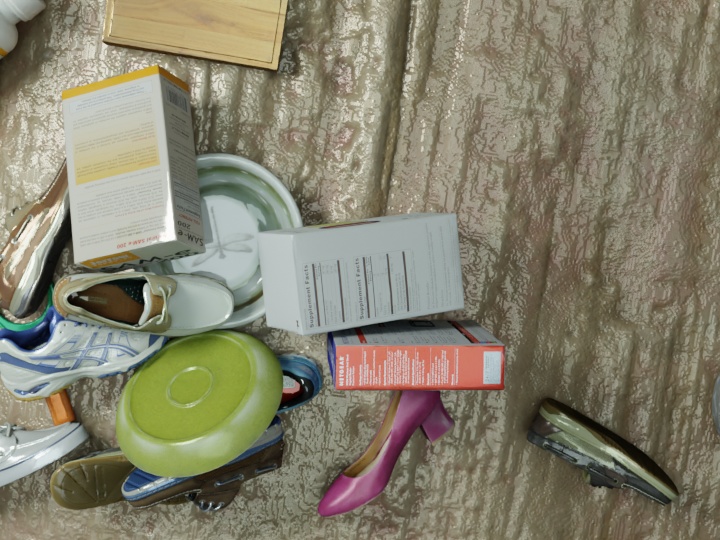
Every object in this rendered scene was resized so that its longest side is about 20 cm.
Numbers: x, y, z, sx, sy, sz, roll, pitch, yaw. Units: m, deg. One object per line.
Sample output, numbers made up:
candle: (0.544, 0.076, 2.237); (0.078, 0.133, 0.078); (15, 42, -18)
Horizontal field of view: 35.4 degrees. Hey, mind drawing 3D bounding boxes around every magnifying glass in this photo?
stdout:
magnifying glass: (-0.376, 0.084, 1.314); (0.079, 0.022, 0.200); (-18, 95, -3)

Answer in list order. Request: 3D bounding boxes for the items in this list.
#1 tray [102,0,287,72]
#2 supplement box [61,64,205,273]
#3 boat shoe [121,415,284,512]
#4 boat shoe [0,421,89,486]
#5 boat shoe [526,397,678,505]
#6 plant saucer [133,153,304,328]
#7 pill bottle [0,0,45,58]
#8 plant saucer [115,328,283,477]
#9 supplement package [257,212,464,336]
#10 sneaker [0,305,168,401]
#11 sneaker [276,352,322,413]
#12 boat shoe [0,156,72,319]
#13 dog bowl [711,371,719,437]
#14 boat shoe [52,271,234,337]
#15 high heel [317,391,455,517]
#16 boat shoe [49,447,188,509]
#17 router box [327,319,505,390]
tray: (-0.186, -0.292, 1.286); (0.199, 0.037, 0.099); (8, 94, -5)
supplement box: (-0.248, -0.108, 1.234); (0.126, 0.074, 0.201); (-11, 77, 17)
boat shoe: (-0.168, 0.231, 1.266); (0.200, 0.072, 0.073); (-20, 106, -28)
boat shoe: (-0.412, 0.208, 1.292); (0.200, 0.074, 0.065); (-23, 97, -1)
boat shoe: (0.289, 0.228, 1.360); (0.200, 0.073, 0.065); (34, 103, -3)
plant saucer: (-0.164, -0.035, 1.304); (0.200, 0.050, 0.201); (-1, 95, -5)
pill bottle: (-0.448, -0.262, 1.229); (0.200, 0.113, 0.113); (-37, 97, 0)
plant saucer: (-0.185, 0.136, 1.254); (0.200, 0.200, 0.031); (-24, 134, -2)
supplement package: (0.000, 0.000, 1.259); (0.200, 0.114, 0.110); (-8, 96, -25)
sneaker: (-0.309, 0.074, 1.266); (0.200, 0.075, 0.088); (-23, 124, -16)
sneaker: (-0.143, 0.134, 1.300); (0.199, 0.090, 0.079); (-9, 96, -3)
boat shoe: (-0.365, -0.048, 1.268); (0.072, 0.076, 0.200); (23, 79, 1)
dog bowl: (0.522, 0.165, 1.374); (0.200, 0.059, 0.201); (0, 94, -5)
boat shoe: (-0.232, 0.039, 1.232); (0.199, 0.068, 0.075); (1, 93, -18)
high heel: (0.015, 0.201, 1.325); (0.200, 0.067, 0.096); (-35, 108, -6)
boat shoe: (-0.259, 0.231, 1.306); (0.200, 0.065, 0.073); (2, 95, -25)
router box: (0.055, 0.091, 1.259); (0.179, 0.200, 0.049); (0, 95, -3)
